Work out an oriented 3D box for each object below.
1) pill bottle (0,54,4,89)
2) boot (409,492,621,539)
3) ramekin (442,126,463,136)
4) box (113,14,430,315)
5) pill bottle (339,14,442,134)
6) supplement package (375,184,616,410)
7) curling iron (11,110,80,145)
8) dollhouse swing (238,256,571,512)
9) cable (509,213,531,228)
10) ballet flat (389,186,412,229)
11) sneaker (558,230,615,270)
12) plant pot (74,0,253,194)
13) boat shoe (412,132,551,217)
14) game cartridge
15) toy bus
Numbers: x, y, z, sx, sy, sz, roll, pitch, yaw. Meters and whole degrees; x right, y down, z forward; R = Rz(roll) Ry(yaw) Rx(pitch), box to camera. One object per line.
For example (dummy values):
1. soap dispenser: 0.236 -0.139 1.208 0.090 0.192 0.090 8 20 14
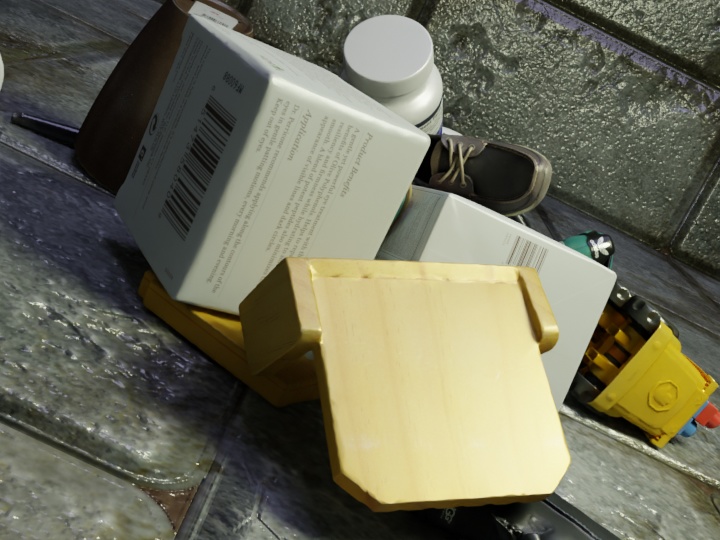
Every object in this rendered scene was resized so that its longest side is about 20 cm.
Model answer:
1. pill bottle: -0.461 -0.245 1.067 0.106 0.107 0.200 14 19 -40
2. boot: 0.138 0.179 0.719 0.162 0.074 0.198 32 22 28
3. ramekin: 0.077 -0.078 1.265 0.199 0.201 0.098 25 21 -5
4. box: -0.085 -0.085 0.870 0.170 0.200 0.200 15 18 -35
5. pill bottle: 0.034 -0.176 1.097 0.115 0.116 0.200 32 -25 22
6. supplement package: 0.103 0.018 0.979 0.190 0.148 0.200 24 2 -18
7. curling iron: -0.307 -0.145 1.152 0.199 0.026 0.050 23 18 -13
8. dollhouse swing: 0.030 0.090 0.727 0.199 0.177 0.182 2 -18 -22
9. cable: 0.194 -0.054 1.212 0.050 0.164 0.200 -11 -22 10
10. ballet flat: -0.016 -0.047 0.977 0.069 0.200 0.063 41 36 -9
11. sneaker: 0.269 -0.004 1.208 0.200 0.079 0.072 37 35 -81
12. plant pot: -0.197 -0.196 1.096 0.186 0.201 0.187 22 29 -13
13. boat shoe: 0.098 -0.097 0.981 0.073 0.075 0.199 9 2 -41
14. game cartridge: -0.076 0.050 0.873 0.176 0.033 0.200 33 15 24
15. toy bus: 0.337 0.120 1.188 0.192 0.136 0.200 36 9 -17
